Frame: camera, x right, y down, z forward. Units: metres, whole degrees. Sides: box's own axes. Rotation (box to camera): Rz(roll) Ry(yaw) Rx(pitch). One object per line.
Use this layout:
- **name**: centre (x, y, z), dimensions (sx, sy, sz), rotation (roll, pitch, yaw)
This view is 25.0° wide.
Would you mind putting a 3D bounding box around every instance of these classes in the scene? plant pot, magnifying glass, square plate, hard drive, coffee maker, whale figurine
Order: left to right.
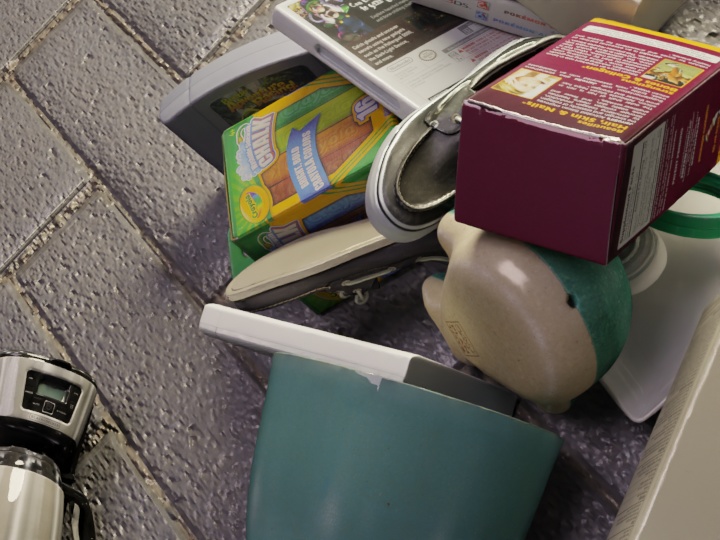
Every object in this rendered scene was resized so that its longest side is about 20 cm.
- **coffee maker**: centre (-0.307, 0.182, 1.320), dimensions (0.192, 0.135, 0.200), rotation (-14, 53, 30)
- **hard drive**: centre (-0.004, 0.067, 1.177), dimensions (0.200, 0.132, 0.027), rotation (12, 82, 41)
- **plant pot**: centre (0.015, 0.159, 1.065), dimensions (0.200, 0.201, 0.161), rotation (11, 82, 41)
- **whale figurine**: centre (0.113, 0.020, 1.114), dimensions (0.104, 0.159, 0.200), rotation (-34, 5, -17)
- **magnifying glass**: centre (0.193, -0.071, 1.139), dimensions (0.080, 0.022, 0.200), rotation (-12, 30, -27)
- **square plate**: centre (0.220, -0.014, 1.141), dimensions (0.198, 0.028, 0.200), rotation (-41, 45, 5)

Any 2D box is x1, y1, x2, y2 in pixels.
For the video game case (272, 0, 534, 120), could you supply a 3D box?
- **video game case**: centre (0.063, -0.185, 1.262), dimensions (0.182, 0.023, 0.200), rotation (38, 49, 23)

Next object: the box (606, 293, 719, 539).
- **box**: centre (0.219, 0.114, 0.992), dimensions (0.078, 0.095, 0.200), rotation (25, 75, 3)

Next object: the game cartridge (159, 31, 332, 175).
- **game cartridge**: centre (-0.062, -0.142, 1.363), dimensions (0.200, 0.133, 0.041), rotation (-21, 50, 25)

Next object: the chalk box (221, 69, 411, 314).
- **chalk box**: centre (-0.030, -0.061, 1.290), dimensions (0.200, 0.124, 0.124), rotation (-28, 47, 18)

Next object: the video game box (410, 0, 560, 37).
- **video game box**: centre (0.155, -0.270, 1.280), dimensions (0.182, 0.047, 0.200), rotation (20, 63, 4)

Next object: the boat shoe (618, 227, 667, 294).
- **boat shoe**: centre (0.136, -0.050, 1.159), dimensions (0.072, 0.069, 0.200), rotation (-45, 43, 3)

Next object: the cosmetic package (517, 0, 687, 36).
- **cosmetic package**: centre (0.148, -0.255, 1.198), dimensions (0.200, 0.087, 0.103), rotation (39, 66, 14)

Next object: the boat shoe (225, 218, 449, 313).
- **boat shoe**: centre (0.000, 0.000, 1.203), dimensions (0.200, 0.063, 0.073), rotation (-21, 21, 4)

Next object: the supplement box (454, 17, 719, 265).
- **supplement box**: centre (0.156, -0.089, 1.060), dimensions (0.110, 0.086, 0.200), rotation (18, 31, 26)

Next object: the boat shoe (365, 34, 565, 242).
- **boat shoe**: centre (0.078, -0.103, 1.127), dimensions (0.200, 0.072, 0.071), rotation (-50, 10, -25)
